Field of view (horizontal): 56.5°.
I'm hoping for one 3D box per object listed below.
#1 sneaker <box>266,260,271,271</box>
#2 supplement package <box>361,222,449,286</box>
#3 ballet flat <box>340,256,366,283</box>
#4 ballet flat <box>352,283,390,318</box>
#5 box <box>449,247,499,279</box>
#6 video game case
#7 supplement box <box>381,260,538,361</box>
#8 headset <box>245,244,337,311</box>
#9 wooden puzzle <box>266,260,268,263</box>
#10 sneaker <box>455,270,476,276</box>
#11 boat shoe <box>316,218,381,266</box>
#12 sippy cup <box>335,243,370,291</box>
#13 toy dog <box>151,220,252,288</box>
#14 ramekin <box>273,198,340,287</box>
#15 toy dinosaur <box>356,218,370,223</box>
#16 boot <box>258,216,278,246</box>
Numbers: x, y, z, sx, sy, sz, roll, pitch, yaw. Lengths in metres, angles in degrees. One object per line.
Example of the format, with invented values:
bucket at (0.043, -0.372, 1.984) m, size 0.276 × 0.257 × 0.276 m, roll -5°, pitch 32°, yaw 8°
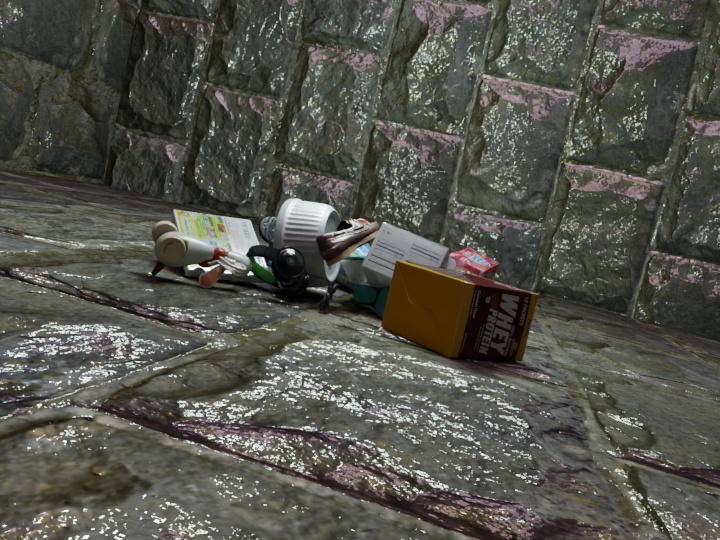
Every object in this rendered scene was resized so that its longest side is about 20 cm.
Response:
sneaker at (-0.153, -0.022, 1.694) m, size 0.078 × 0.090 × 0.199 m, roll 18°, pitch 5°, yaw 34°
supplement package at (0.105, 0.006, 1.471) m, size 0.155 × 0.112 × 0.200 m, roll 23°, pitch -15°, yaw 15°
ballet flat at (0.000, 0.000, 1.547) m, size 0.069 × 0.070 × 0.200 m, roll 14°, pitch 4°, yaw 9°
ballet flat at (0.054, 0.068, 1.440) m, size 0.069 × 0.070 × 0.200 m, roll 10°, pitch 3°, yaw -28°
box at (0.268, 0.013, 1.677) m, size 0.095 × 0.100 × 0.200 m, roll 29°, pitch 17°, yaw 17°
video game case at (-0.300, -0.052, 1.436) m, size 0.181 × 0.023 × 0.201 m, roll 6°, pitch 39°, yaw -31°
supplement box at (0.186, 0.076, 1.267) m, size 0.199 × 0.134 × 0.197 m, roll 9°, pitch 7°, yaw -38°
headset at (-0.143, 0.016, 1.333) m, size 0.198 × 0.095 × 0.124 m, roll 16°, pitch -28°, yaw 13°
wooden puzzle at (-0.292, -0.038, 1.745) m, size 0.184 × 0.047 × 0.199 m, roll 18°, pitch 7°, yaw 42°
sneaker at (0.249, 0.079, 1.481) m, size 0.199 × 0.080 × 0.129 m, roll 37°, pitch -13°, yaw -14°
boat shoe at (-0.021, -0.075, 1.408) m, size 0.070 × 0.071 × 0.200 m, roll -28°, pitch 3°, yaw 34°
sippy cup at (-0.004, -0.004, 1.727) m, size 0.177 × 0.141 × 0.130 m, roll -17°, pitch 29°, yaw -23°
toy dog at (-0.314, -0.012, 1.271) m, size 0.199 × 0.097 × 0.132 m, roll 26°, pitch 12°, yaw -8°
ramekin at (-0.108, -0.056, 1.473) m, size 0.104 × 0.202 × 0.200 m, roll 3°, pitch 3°, yaw 13°
toy dinosaur at (-0.022, -0.055, 1.858) m, size 0.104 × 0.183 × 0.200 m, roll 14°, pitch 6°, yaw 10°
boot at (-0.214, -0.068, 1.797) m, size 0.199 × 0.077 × 0.168 m, roll 18°, pitch -22°, yaw -31°
